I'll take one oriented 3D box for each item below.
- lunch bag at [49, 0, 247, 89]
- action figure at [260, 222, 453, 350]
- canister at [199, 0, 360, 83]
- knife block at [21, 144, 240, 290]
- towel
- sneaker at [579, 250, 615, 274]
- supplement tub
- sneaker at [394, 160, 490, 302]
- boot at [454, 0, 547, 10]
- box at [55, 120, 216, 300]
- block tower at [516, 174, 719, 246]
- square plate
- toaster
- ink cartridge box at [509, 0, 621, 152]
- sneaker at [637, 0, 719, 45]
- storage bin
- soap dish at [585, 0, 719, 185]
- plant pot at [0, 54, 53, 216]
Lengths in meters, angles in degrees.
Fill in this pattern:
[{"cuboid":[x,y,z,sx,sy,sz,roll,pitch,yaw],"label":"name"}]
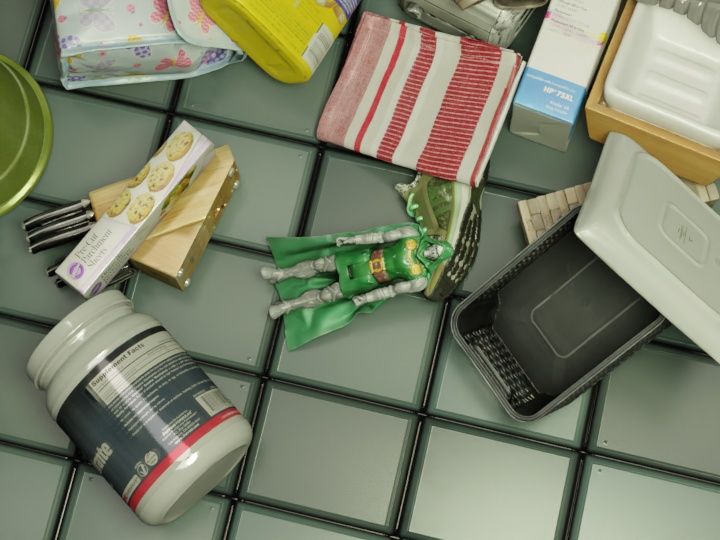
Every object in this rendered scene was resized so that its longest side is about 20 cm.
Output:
[{"cuboid":[-0.223,-0.293,1.629,0.198,0.127,0.171,-5,77,-13],"label":"lunch bag"},{"cuboid":[0.000,0.000,1.556,0.198,0.055,0.119,-15,87,20],"label":"action figure"},{"cuboid":[-0.060,-0.313,1.612,0.148,0.086,0.201,43,68,-29],"label":"canister"},{"cuboid":[-0.239,-0.062,1.602,0.174,0.064,0.201,25,78,6],"label":"knife block"},{"cuboid":[0.058,-0.177,1.595,0.199,0.023,0.145,20,87,31],"label":"towel"},{"cuboid":[0.313,-0.012,1.584,0.198,0.079,0.091,6,60,-3],"label":"sneaker"},{"cuboid":[-0.215,0.133,1.516,0.140,0.140,0.200,-42,79,-8],"label":"supplement tub"},{"cuboid":[0.077,-0.065,1.603,0.088,0.077,0.202,5,72,21],"label":"sneaker"},{"cuboid":[0.163,-0.336,1.555,0.198,0.070,0.148,-12,84,-8],"label":"boot"},{"cuboid":[-0.220,-0.059,1.548,0.041,0.039,0.200,38,80,11],"label":"box"},{"cuboid":[0.259,-0.065,1.597,0.198,0.058,0.054,-15,76,-4],"label":"block tower"},{"cuboid":[0.294,-0.027,1.453,0.198,0.028,0.200,40,36,-8],"label":"square plate"},{"cuboid":[0.137,-0.326,1.635,0.129,0.114,0.201,33,77,5],"label":"toaster"},{"cuboid":[0.218,-0.236,1.601,0.067,0.116,0.201,21,82,7],"label":"ink cartridge box"},{"cuboid":[0.366,-0.296,1.575,0.199,0.078,0.112,32,52,14],"label":"sneaker"},{"cuboid":[0.204,0.037,1.508,0.200,0.094,0.136,-42,77,26],"label":"storage bin"},{"cuboid":[0.319,-0.187,1.578,0.156,0.082,0.201,22,51,6],"label":"soap dish"},{"cuboid":[-0.426,-0.163,1.567,0.198,0.190,0.202,0,77,1],"label":"plant pot"}]
